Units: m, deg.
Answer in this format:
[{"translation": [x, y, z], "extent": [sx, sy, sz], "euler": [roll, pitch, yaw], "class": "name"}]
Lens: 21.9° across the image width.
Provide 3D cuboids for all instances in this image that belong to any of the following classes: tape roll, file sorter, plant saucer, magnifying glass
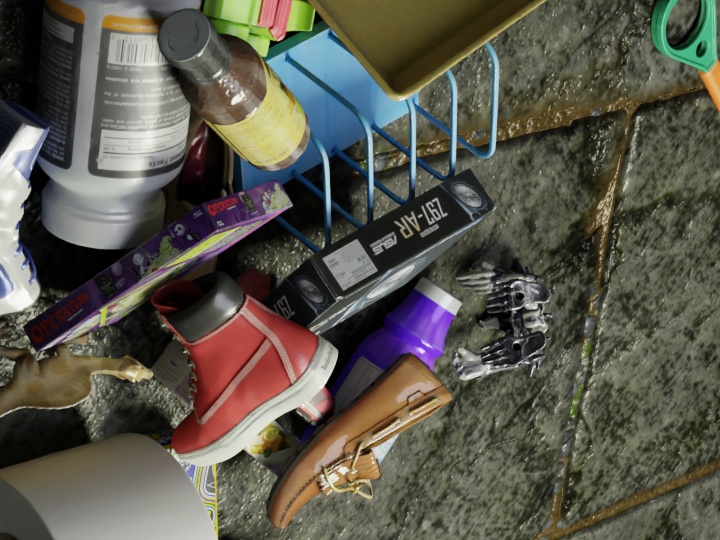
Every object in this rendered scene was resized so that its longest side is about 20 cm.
[{"translation": [-0.221, 0.247, 1.520], "extent": [0.139, 0.202, 0.204], "euler": [-14, 123, -37], "class": "tape roll"}, {"translation": [0.005, -0.126, 1.556], "extent": [0.199, 0.123, 0.139], "euler": [-31, 141, -27], "class": "file sorter"}, {"translation": [0.034, -0.250, 1.505], "extent": [0.200, 0.200, 0.048], "euler": [-36, 171, -23], "class": "plant saucer"}, {"translation": [0.351, -0.226, 1.923], "extent": [0.080, 0.022, 0.200], "euler": [-51, 137, -8], "class": "magnifying glass"}]

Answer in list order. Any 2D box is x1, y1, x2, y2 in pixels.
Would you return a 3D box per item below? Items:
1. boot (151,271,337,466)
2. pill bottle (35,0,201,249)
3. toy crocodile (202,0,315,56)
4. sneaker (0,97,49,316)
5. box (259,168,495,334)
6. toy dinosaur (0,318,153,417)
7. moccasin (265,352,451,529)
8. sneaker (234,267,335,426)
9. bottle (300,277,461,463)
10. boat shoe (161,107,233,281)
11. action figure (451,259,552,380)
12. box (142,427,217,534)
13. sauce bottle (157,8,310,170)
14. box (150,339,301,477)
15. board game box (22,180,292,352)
[{"translation": [-0.130, 0.076, 1.513], "extent": [0.144, 0.200, 0.073], "euler": [35, 45, -17], "class": "boot"}, {"translation": [-0.184, -0.126, 1.391], "extent": [0.116, 0.116, 0.201], "euler": [-12, 123, -39], "class": "pill bottle"}, {"translation": [-0.081, -0.203, 1.437], "extent": [0.200, 0.061, 0.068], "euler": [-2, 104, -82], "class": "toy crocodile"}, {"translation": [-0.282, -0.031, 1.392], "extent": [0.115, 0.080, 0.200], "euler": [19, 107, -52], "class": "sneaker"}, {"translation": [0.000, 0.000, 1.569], "extent": [0.199, 0.044, 0.160], "euler": [-30, 173, -39], "class": "box"}, {"translation": [-0.261, 0.088, 1.459], "extent": [0.199, 0.101, 0.059], "euler": [-25, 130, -32], "class": "toy dinosaur"}, {"translation": [-0.003, 0.166, 1.700], "extent": [0.201, 0.078, 0.074], "euler": [-41, 172, -10], "class": "moccasin"}, {"translation": [-0.065, 0.069, 1.660], "extent": [0.087, 0.074, 0.200], "euler": [-53, 139, -8], "class": "sneaker"}, {"translation": [0.025, 0.103, 1.772], "extent": [0.201, 0.065, 0.083], "euler": [-57, 139, -1], "class": "bottle"}, {"translation": [-0.138, -0.058, 1.515], "extent": [0.074, 0.066, 0.201], "euler": [-22, 128, -33], "class": "boat shoe"}, {"translation": [0.139, 0.047, 1.824], "extent": [0.200, 0.101, 0.120], "euler": [34, 55, -86], "class": "action figure"}, {"translation": [-0.169, 0.245, 1.631], "extent": [0.070, 0.064, 0.202], "euler": [-8, 102, -41], "class": "box"}, {"translation": [-0.093, -0.133, 1.364], "extent": [0.065, 0.065, 0.200], "euler": [-54, 159, -4], "class": "sauce bottle"}, {"translation": [-0.115, 0.128, 1.672], "extent": [0.039, 0.041, 0.200], "euler": [-52, 138, -7], "class": "box"}, {"translation": [-0.157, -0.004, 1.444], "extent": [0.199, 0.032, 0.120], "euler": [-32, 172, 28], "class": "board game box"}]
